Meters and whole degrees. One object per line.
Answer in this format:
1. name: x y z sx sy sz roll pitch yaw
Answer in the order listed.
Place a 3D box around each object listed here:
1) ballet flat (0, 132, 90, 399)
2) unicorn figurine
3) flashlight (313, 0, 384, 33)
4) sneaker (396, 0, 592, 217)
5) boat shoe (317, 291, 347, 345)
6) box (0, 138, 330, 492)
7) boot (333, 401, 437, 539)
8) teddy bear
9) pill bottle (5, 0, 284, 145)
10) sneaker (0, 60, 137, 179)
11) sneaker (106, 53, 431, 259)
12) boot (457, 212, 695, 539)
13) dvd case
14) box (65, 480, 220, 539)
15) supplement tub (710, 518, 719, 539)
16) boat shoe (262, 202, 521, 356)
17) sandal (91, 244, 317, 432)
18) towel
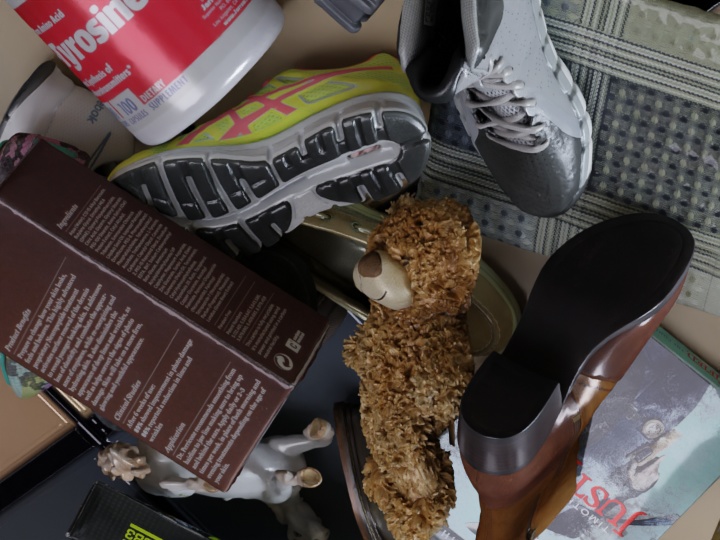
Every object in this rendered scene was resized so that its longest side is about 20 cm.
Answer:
1. ballet flat: -0.182 0.006 1.673 0.071 0.069 0.201 14 130 14
2. unicorn figurine: -0.072 0.130 1.751 0.199 0.074 0.137 22 160 -16
3. flashlight: -0.056 -0.219 1.519 0.200 0.068 0.068 43 151 -3
4. sneaker: 0.061 -0.098 1.482 0.075 0.116 0.201 -3 119 28
5. boat shoe: -0.101 0.037 1.723 0.199 0.075 0.073 -16 116 33
6. box: -0.129 0.026 1.580 0.200 0.075 0.100 32 128 -2
7. boot: 0.054 0.160 1.762 0.097 0.075 0.201 -20 106 9
8. teddy bear: 0.024 0.058 1.573 0.066 0.145 0.201 1 126 -10
9. pill bottle: -0.147 -0.176 1.559 0.200 0.112 0.112 46 130 -12
10. sneaker: -0.196 -0.034 1.720 0.087 0.075 0.200 26 132 -1
11. sneaker: -0.052 -0.070 1.597 0.199 0.090 0.078 -14 130 14
12. boot: 0.124 0.082 1.575 0.068 0.189 0.200 25 152 20
13. dvd case: 0.128 0.112 1.672 0.146 0.022 0.200 39 118 -5
14. box: -0.084 0.201 1.781 0.193 0.048 0.200 29 174 5
15. supplement tub: 0.272 0.151 1.542 0.144 0.200 0.145 13 128 17
16. boat shoe: 0.000 -0.002 1.651 0.200 0.063 0.073 34 132 -1
17. sandal: -0.101 0.051 1.663 0.200 0.048 0.075 -32 91 38
18. towel: 0.136 -0.081 1.554 0.199 0.035 0.193 20 128 14
